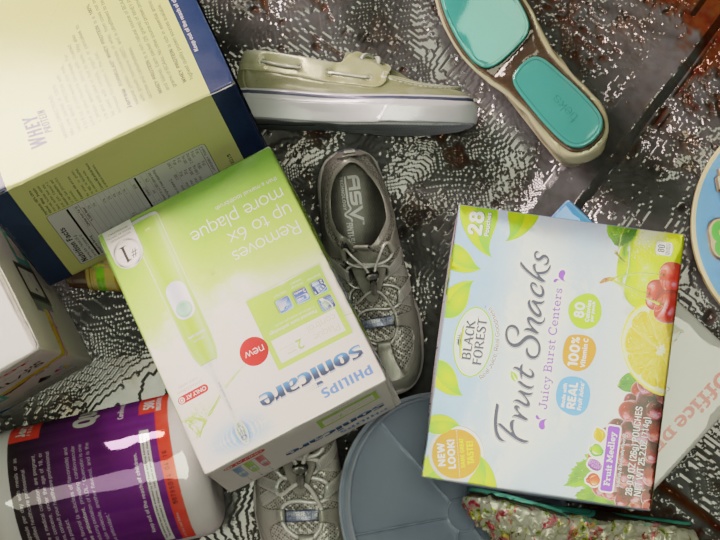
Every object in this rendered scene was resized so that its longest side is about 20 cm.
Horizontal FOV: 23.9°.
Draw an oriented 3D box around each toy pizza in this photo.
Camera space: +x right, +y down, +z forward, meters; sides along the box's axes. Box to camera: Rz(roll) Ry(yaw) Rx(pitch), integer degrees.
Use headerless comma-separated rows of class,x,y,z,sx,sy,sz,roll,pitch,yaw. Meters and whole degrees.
toy pizza,0.071,0.191,1.301,0.199,0.032,0.201,11,63,-22

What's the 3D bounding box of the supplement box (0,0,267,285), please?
supplement box,-0.199,-0.135,1.291,0.199,0.134,0.201,-26,60,-1

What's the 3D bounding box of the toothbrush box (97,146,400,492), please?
toothbrush box,-0.081,0.036,1.244,0.145,0.086,0.201,-27,72,1

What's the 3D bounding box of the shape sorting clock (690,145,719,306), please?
shape sorting clock,0.361,-0.034,1.344,0.199,0.039,0.201,0,84,1

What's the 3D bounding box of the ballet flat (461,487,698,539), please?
ballet flat,0.168,0.208,1.283,0.199,0.076,0.064,12,80,-18

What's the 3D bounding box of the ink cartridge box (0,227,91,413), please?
ink cartridge box,-0.313,0.036,1.276,0.146,0.200,0.147,-29,84,-1

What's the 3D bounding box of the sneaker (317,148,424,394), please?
sneaker,0.000,0.000,1.329,0.074,0.082,0.201,-15,84,0

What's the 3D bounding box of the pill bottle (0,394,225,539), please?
pill bottle,-0.210,0.166,1.304,0.199,0.112,0.113,-12,84,0

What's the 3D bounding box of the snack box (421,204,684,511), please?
snack box,0.138,0.064,1.242,0.168,0.068,0.201,9,84,4

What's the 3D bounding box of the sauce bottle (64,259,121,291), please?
sauce bottle,-0.134,-0.012,1.344,0.199,0.065,0.065,3,84,4

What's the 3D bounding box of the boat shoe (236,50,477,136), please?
boat shoe,-0.006,-0.143,1.350,0.199,0.072,0.062,3,87,5

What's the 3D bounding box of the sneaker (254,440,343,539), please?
sneaker,-0.053,0.145,1.305,0.074,0.082,0.201,-9,80,3

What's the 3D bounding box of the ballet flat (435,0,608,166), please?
ballet flat,0.126,-0.165,1.353,0.069,0.069,0.200,-33,78,-2

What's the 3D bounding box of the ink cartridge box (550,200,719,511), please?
ink cartridge box,0.183,0.067,1.316,0.200,0.085,0.145,43,87,4
